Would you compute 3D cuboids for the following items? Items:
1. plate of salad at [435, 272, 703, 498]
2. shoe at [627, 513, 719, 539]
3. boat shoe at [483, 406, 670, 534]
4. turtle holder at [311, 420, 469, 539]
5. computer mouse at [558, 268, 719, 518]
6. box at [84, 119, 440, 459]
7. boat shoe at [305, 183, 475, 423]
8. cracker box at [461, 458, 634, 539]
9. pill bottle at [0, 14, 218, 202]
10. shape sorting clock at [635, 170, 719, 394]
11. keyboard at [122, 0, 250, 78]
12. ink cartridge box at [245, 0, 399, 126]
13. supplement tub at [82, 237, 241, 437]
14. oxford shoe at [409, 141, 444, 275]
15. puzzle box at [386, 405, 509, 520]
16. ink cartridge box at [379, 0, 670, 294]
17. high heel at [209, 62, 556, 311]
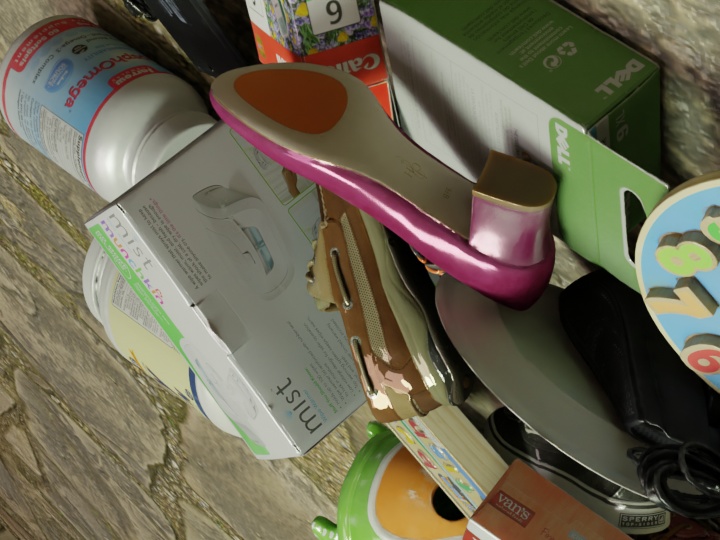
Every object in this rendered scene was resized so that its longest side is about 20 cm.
[{"bbox_3d":[0.121,0.067,0.996,0.200,0.200,0.048,43,115,21],"label":"plate of salad"},{"bbox_3d":[0.187,0.180,1.168,0.091,0.071,0.200,48,164,-6],"label":"shoe"},{"bbox_3d":[0.140,0.107,1.169,0.200,0.070,0.064,-155,65,-64],"label":"boat shoe"},{"bbox_3d":[0.065,0.205,1.371,0.131,0.141,0.187,4,122,40],"label":"turtle holder"},{"bbox_3d":[0.173,0.056,0.956,0.138,0.053,0.200,17,-152,-32],"label":"computer mouse"},{"bbox_3d":[-0.047,-0.007,1.199,0.200,0.176,0.097,53,159,-8],"label":"box"},{"bbox_3d":[0.000,0.000,1.123,0.076,0.074,0.201,22,-137,-66],"label":"boat shoe"},{"bbox_3d":[0.120,0.220,1.142,0.134,0.058,0.201,34,147,16],"label":"cracker box"},{"bbox_3d":[-0.185,-0.113,1.402,0.200,0.109,0.109,33,153,39],"label":"pill bottle"},{"bbox_3d":[0.215,0.029,0.830,0.199,0.039,0.201,23,147,16],"label":"shape sorting clock"},{"bbox_3d":[-0.138,-0.192,1.231,0.127,0.021,0.200,29,165,35],"label":"keyboard"},{"bbox_3d":[-0.029,-0.143,1.017,0.109,0.050,0.201,-135,30,-64],"label":"ink cartridge box"},{"bbox_3d":[-0.117,0.031,1.446,0.200,0.145,0.146,30,151,43],"label":"supplement tub"},{"bbox_3d":[0.058,-0.020,1.103,0.071,0.072,0.201,34,153,37],"label":"oxford shoe"},{"bbox_3d":[0.081,0.146,1.223,0.200,0.025,0.133,49,170,-7],"label":"puzzle box"},{"bbox_3d":[0.102,-0.075,0.941,0.200,0.059,0.104,37,155,32],"label":"ink cartridge box"},{"bbox_3d":[0.010,-0.043,0.965,0.199,0.068,0.096,18,142,11],"label":"high heel"}]
